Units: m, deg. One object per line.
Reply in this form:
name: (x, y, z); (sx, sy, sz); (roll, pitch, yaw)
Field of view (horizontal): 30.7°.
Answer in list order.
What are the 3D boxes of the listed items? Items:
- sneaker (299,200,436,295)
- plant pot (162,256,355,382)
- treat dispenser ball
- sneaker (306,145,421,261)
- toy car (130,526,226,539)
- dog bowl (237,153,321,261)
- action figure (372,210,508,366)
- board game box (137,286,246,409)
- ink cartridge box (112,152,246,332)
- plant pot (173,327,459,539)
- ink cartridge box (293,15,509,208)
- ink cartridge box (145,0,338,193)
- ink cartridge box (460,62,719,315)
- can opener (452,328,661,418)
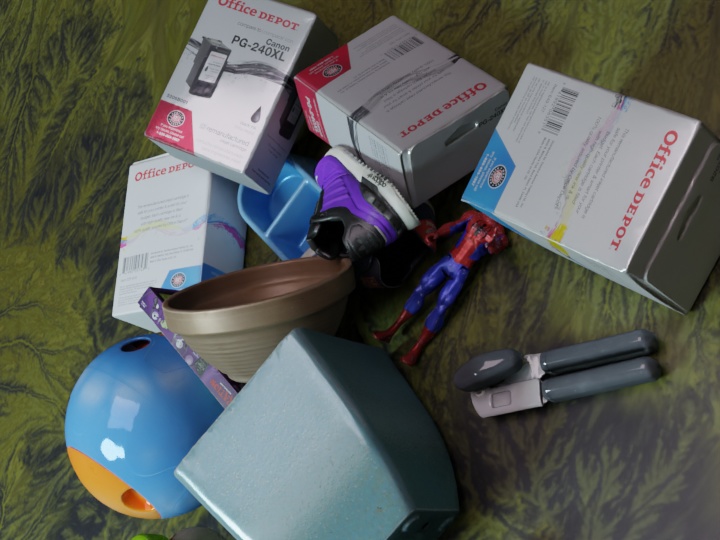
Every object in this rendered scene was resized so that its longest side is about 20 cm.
sneaker: (0.000, 0.000, 1.407); (0.200, 0.075, 0.085); (-39, 39, 21)
plant pot: (-0.096, 0.055, 1.333); (0.199, 0.200, 0.094); (-4, 103, 37)
treat dispenser ball: (-0.224, 0.171, 1.441); (0.199, 0.200, 0.203); (-15, 64, 33)
sneaker: (-0.022, -0.063, 1.365); (0.099, 0.070, 0.200); (-42, 27, -6)
toy car: (-0.204, 0.379, 1.383); (0.200, 0.163, 0.159); (-40, 52, 31)
dog bowl: (-0.072, -0.066, 1.513); (0.112, 0.049, 0.200); (-53, 50, 9)
action figure: (0.085, 0.002, 1.332); (0.065, 0.099, 0.201); (39, 97, 19)
board game box: (-0.143, 0.097, 1.407); (0.200, 0.120, 0.032); (47, 110, 24)
ink cartridge box: (-0.215, -0.039, 1.593); (0.143, 0.084, 0.202); (-10, 68, 34)
plant pot: (-0.018, 0.204, 1.284); (0.196, 0.196, 0.200); (-50, 63, 11)
ink cartridge box: (0.047, -0.172, 1.398); (0.145, 0.084, 0.200); (-33, 47, -19)
ink cartridge box: (-0.134, -0.211, 1.502); (0.144, 0.083, 0.202); (21, 83, 23)
ink cartridge box: (0.231, -0.076, 1.215); (0.199, 0.144, 0.148); (30, 93, 41)
can opener: (0.182, 0.095, 1.239); (0.199, 0.067, 0.054); (-17, 64, 33)
